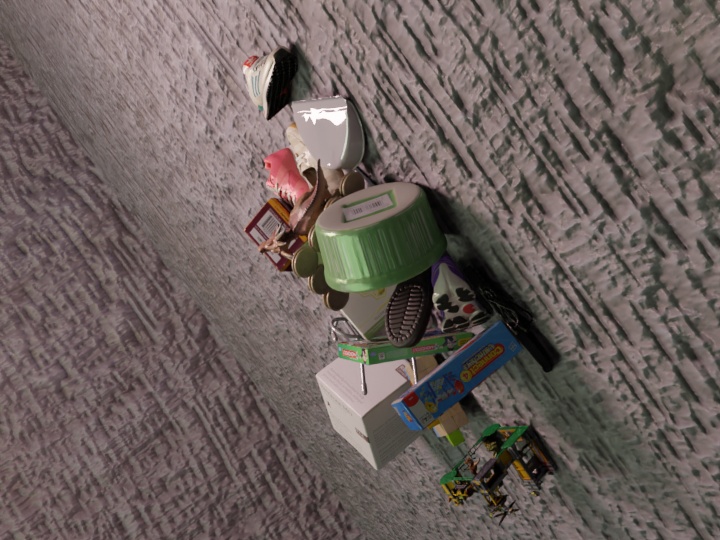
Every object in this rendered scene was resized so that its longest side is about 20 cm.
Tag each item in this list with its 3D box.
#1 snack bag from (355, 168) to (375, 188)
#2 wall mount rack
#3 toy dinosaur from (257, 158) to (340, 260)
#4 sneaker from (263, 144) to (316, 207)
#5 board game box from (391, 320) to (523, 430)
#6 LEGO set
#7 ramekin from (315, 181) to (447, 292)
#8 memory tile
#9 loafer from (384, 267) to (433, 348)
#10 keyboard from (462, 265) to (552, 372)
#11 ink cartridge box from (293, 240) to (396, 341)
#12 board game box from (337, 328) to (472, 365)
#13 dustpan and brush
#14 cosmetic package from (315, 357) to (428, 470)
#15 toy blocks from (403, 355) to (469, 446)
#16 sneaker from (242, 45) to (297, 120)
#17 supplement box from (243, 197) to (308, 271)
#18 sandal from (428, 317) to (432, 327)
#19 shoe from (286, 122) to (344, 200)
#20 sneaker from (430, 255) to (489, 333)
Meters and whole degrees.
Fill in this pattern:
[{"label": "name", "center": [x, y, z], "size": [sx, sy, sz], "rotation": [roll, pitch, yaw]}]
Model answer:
[{"label": "snack bag", "center": [-0.029, -0.141, 1.760], "size": [0.200, 0.021, 0.189], "rotation": [46, 159, 25]}, {"label": "wall mount rack", "center": [0.035, 0.148, 1.806], "size": [0.174, 0.199, 0.075], "rotation": [54, 132, 48]}, {"label": "toy dinosaur", "center": [-0.093, -0.086, 1.630], "size": [0.086, 0.135, 0.200], "rotation": [45, 145, 16]}, {"label": "sneaker", "center": [-0.124, -0.146, 1.779], "size": [0.074, 0.086, 0.201], "rotation": [81, 171, -48]}, {"label": "board game box", "center": [0.146, 0.169, 1.543], "size": [0.056, 0.195, 0.200], "rotation": [52, 173, 6]}, {"label": "LEGO set", "center": [0.248, 0.365, 1.726], "size": [0.153, 0.200, 0.116], "rotation": [-22, 105, 50]}, {"label": "ramekin", "center": [0.026, -0.057, 1.514], "size": [0.200, 0.199, 0.098], "rotation": [21, 135, 58]}, {"label": "memory tile", "center": [-0.027, -0.047, 1.612], "size": [0.017, 0.201, 0.153], "rotation": [16, 158, 44]}, {"label": "loafer", "center": [0.095, 0.043, 1.575], "size": [0.073, 0.201, 0.071], "rotation": [-5, 143, 32]}, {"label": "keyboard", "center": [0.232, 0.067, 1.491], "size": [0.200, 0.040, 0.104], "rotation": [50, -176, 10]}, {"label": "ink cartridge box", "center": [0.000, 0.000, 1.707], "size": [0.200, 0.145, 0.048], "rotation": [49, 178, -2]}, {"label": "board game box", "center": [0.076, 0.130, 1.705], "size": [0.134, 0.199, 0.029], "rotation": [-177, 81, -67]}, {"label": "dustpan and brush", "center": [-0.033, -0.190, 1.624], "size": [0.139, 0.057, 0.201], "rotation": [4, 112, 46]}, {"label": "cosmetic package", "center": [0.031, 0.278, 2.098], "size": [0.165, 0.165, 0.201], "rotation": [36, 154, 39]}, {"label": "toy blocks", "center": [0.143, 0.243, 1.908], "size": [0.201, 0.099, 0.137], "rotation": [61, 171, 8]}, {"label": "sneaker", "center": [-0.166, -0.336, 1.682], "size": [0.093, 0.070, 0.200], "rotation": [46, 163, 7]}, {"label": "supplement box", "center": [-0.113, -0.064, 1.839], "size": [0.110, 0.086, 0.200], "rotation": [48, -163, 16]}, {"label": "sandal", "center": [0.050, 0.046, 1.839], "size": [0.206, 0.059, 0.079], "rotation": [24, 146, 17]}, {"label": "shoe", "center": [-0.068, -0.169, 1.693], "size": [0.200, 0.053, 0.070], "rotation": [50, 159, 5]}, {"label": "sneaker", "center": [0.154, 0.036, 1.553], "size": [0.200, 0.080, 0.084], "rotation": [66, -170, -61]}]
